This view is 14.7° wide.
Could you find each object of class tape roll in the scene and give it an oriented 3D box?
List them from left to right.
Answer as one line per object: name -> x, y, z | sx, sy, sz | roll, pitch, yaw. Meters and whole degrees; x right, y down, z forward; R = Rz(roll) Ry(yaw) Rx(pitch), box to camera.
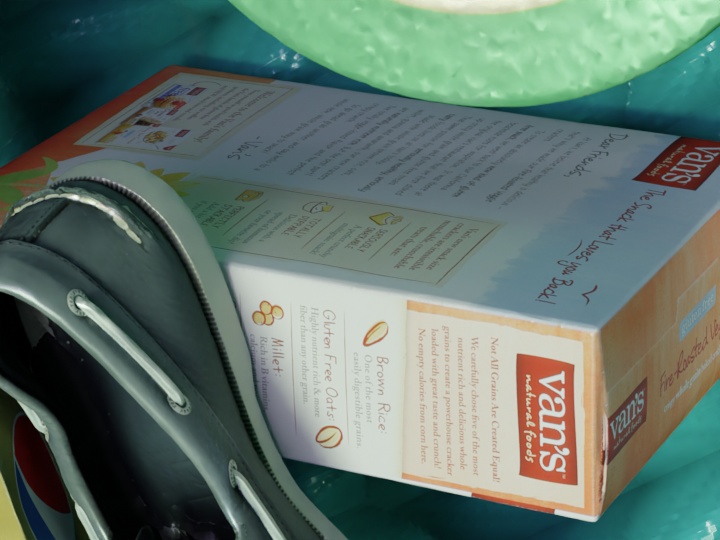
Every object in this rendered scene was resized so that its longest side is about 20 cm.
tape roll -> 0.030, -0.143, 0.704 | 0.199, 0.048, 0.202 | 9, 115, 19

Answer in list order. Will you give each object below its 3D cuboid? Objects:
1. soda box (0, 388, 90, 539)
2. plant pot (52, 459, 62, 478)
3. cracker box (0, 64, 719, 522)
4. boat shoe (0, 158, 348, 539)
soda box -> -0.104, 0.095, 0.742 | 0.067, 0.064, 0.201 | -17, 106, 7
plant pot -> -0.154, 0.115, 0.798 | 0.198, 0.028, 0.202 | 0, 108, 0
cracker box -> 0.000, 0.000, 0.772 | 0.199, 0.134, 0.058 | 9, 115, 26
boat shoe -> -0.045, 0.073, 0.710 | 0.072, 0.062, 0.201 | -15, 104, 33
